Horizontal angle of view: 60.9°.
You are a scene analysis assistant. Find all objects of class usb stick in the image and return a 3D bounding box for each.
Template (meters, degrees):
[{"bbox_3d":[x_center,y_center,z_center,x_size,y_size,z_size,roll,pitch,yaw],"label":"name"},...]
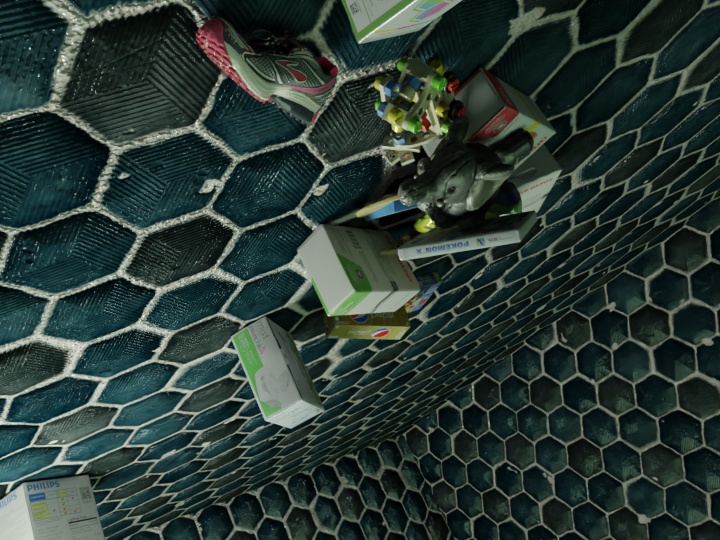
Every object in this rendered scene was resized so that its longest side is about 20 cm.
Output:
[{"bbox_3d":[0.185,-0.147,0.962,0.199,0.033,0.056,-36,154,2],"label":"usb stick"}]

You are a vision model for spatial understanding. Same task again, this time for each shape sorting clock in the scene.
[{"bbox_3d":[0.087,-0.126,1.050,0.197,0.040,0.200,-14,-176,1],"label":"shape sorting clock"}]

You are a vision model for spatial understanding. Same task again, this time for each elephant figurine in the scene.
[{"bbox_3d":[0.137,-0.131,0.830,0.139,0.158,0.200,11,173,10],"label":"elephant figurine"}]

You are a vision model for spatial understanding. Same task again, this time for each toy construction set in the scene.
[{"bbox_3d":[0.079,-0.216,0.855,0.132,0.092,0.200,-52,167,-8],"label":"toy construction set"}]

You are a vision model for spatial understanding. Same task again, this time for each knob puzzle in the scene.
[{"bbox_3d":[0.155,-0.071,1.157,0.216,0.031,0.220,-10,-167,2],"label":"knob puzzle"}]

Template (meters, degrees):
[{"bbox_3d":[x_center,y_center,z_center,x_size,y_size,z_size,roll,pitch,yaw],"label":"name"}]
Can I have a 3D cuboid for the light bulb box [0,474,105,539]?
[{"bbox_3d":[-0.756,0.629,1.496,0.124,0.202,0.198,-33,157,16],"label":"light bulb box"}]

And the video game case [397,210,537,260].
[{"bbox_3d":[0.172,-0.056,0.953,0.180,0.022,0.200,-9,-171,24],"label":"video game case"}]

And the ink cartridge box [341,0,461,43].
[{"bbox_3d":[0.080,-0.298,0.596,0.103,0.060,0.199,-30,-171,-38],"label":"ink cartridge box"}]

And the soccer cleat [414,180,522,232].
[{"bbox_3d":[0.187,-0.092,1.074,0.198,0.085,0.065,-19,-165,28],"label":"soccer cleat"}]

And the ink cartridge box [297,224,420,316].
[{"bbox_3d":[0.000,0.000,1.141,0.084,0.147,0.199,-42,153,31],"label":"ink cartridge box"}]

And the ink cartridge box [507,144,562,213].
[{"bbox_3d":[0.301,-0.156,1.249,0.143,0.085,0.201,-24,158,-13],"label":"ink cartridge box"}]

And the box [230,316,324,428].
[{"bbox_3d":[-0.176,0.225,1.335,0.096,0.202,0.177,-29,158,2],"label":"box"}]

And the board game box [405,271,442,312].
[{"bbox_3d":[0.098,0.072,1.547,0.198,0.035,0.136,-12,151,-35],"label":"board game box"}]

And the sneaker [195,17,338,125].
[{"bbox_3d":[-0.097,-0.226,0.661,0.075,0.081,0.199,-51,159,15],"label":"sneaker"}]

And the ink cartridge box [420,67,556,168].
[{"bbox_3d":[0.209,-0.224,0.999,0.145,0.084,0.199,-42,154,30],"label":"ink cartridge box"}]

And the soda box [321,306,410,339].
[{"bbox_3d":[0.014,0.117,1.437,0.197,0.068,0.064,4,144,-26],"label":"soda box"}]
